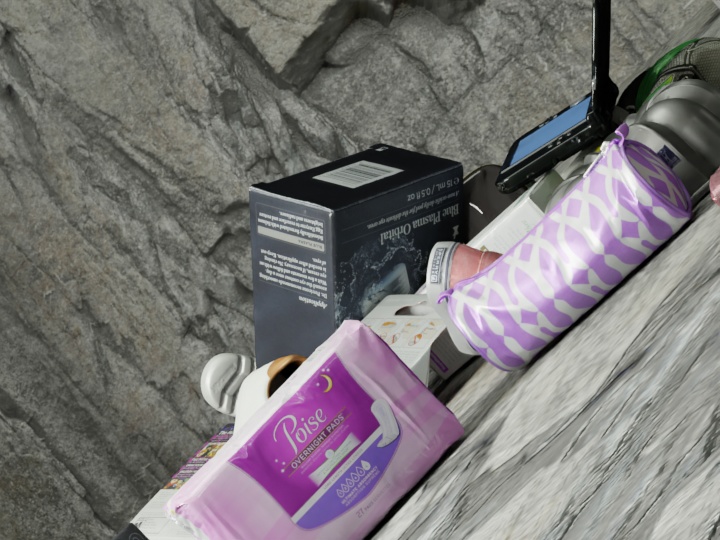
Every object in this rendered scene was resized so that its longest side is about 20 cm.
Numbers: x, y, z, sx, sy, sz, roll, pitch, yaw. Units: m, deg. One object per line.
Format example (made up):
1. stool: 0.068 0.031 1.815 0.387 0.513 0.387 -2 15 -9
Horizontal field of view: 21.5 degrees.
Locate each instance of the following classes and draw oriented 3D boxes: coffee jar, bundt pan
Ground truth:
1. coffee jar: 0.150 -0.057 1.972 0.085 0.104 0.200 -42 -6 10
2. bundt pan: 0.222 -0.076 1.507 0.202 0.076 0.202 -44 2 2

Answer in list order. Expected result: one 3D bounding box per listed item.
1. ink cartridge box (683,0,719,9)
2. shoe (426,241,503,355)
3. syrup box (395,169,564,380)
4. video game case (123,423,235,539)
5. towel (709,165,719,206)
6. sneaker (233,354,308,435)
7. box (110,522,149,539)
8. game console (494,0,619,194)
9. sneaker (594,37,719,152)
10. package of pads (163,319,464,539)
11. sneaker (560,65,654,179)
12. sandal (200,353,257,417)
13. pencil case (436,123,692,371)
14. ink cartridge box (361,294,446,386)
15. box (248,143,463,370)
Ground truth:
1. ink cartridge box: 0.532 -0.404 2.524 0.200 0.068 0.116 -44 1 -13
2. shoe: 0.122 0.029 1.583 0.200 0.090 0.072 46 -127 -67
3. syrup box: 0.126 0.005 1.756 0.200 0.082 0.079 -42 1 33
4. video game case: -0.104 0.206 1.770 0.199 0.036 0.181 -7 30 43
5. towel: 0.318 -0.128 1.292 0.200 0.023 0.144 -44 2 20
6. sneaker: -0.073 0.161 1.597 0.085 0.072 0.201 -37 43 48
7. box: -0.221 0.322 1.536 0.106 0.122 0.200 -44 1 42
8. game console: 0.184 -0.180 1.782 0.175 0.117 0.200 -32 8 17
9. sneaker: 0.287 -0.136 1.723 0.200 0.078 0.085 -55 12 -25
10. package of pads: -0.034 0.145 1.379 0.200 0.121 0.076 -45 2 -16
11. sneaker: 0.253 -0.111 1.852 0.200 0.074 0.089 -54 -3 20
12. sandal: -0.082 0.130 1.920 0.050 0.202 0.083 15 76 53
13. pencil case: 0.153 -0.013 1.397 0.200 0.085 0.084 -45 7 20
14. ink cartridge box: 0.013 0.103 1.699 0.200 0.047 0.160 -46 21 -23
15. box: 0.000 0.000 1.861 0.117 0.201 0.196 16 27 39
